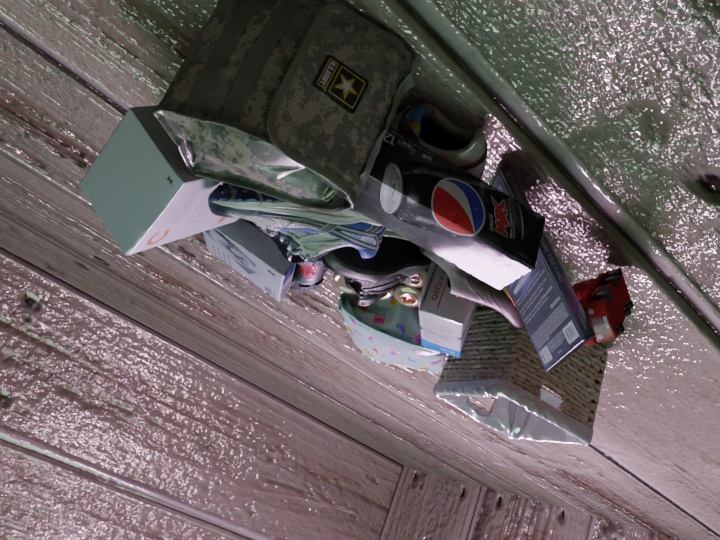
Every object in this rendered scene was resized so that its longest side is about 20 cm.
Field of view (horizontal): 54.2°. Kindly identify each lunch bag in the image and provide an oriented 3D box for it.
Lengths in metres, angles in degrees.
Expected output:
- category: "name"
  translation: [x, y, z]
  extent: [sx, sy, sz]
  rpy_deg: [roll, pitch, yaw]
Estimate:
- category: "lunch bag"
  translation: [-0.061, -0.158, 0.652]
  extent: [0.195, 0.167, 0.118]
  rpy_deg: [16, 157, 17]
- category: "lunch bag"
  translation: [0.062, 0.093, 1.236]
  extent: [0.195, 0.125, 0.171]
  rpy_deg: [13, 160, 11]

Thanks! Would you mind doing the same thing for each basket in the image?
- category: "basket"
  translation: [0.260, 0.168, 1.140]
  extent: [0.196, 0.164, 0.199]
  rpy_deg: [30, 160, -20]

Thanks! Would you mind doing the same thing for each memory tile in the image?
- category: "memory tile"
  translation: [0.033, -0.021, 1.020]
  extent: [0.149, 0.017, 0.202]
  rpy_deg: [15, 142, 6]

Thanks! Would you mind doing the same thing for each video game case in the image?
- category: "video game case"
  translation: [0.191, 0.003, 0.797]
  extent: [0.019, 0.204, 0.143]
  rpy_deg: [-19, 161, -8]

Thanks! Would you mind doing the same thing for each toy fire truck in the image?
- category: "toy fire truck"
  translation: [0.259, 0.047, 0.868]
  extent: [0.139, 0.199, 0.050]
  rpy_deg: [-21, 95, 31]

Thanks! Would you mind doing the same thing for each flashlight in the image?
- category: "flashlight"
  translation: [-0.081, -0.016, 1.056]
  extent: [0.067, 0.069, 0.200]
  rpy_deg: [29, 160, 1]

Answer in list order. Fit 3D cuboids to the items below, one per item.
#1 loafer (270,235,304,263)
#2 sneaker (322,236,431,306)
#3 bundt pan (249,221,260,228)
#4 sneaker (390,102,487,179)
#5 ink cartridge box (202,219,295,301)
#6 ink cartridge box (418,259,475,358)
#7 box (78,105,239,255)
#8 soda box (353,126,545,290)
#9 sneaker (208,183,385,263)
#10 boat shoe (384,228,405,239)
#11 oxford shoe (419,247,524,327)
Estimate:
- category: "loafer"
  translation: [-0.054, -0.059, 0.889]
  extent: [0.072, 0.073, 0.199]
  rpy_deg: [45, -165, 15]
- category: "sneaker"
  translation: [0.000, 0.000, 0.900]
  extent: [0.114, 0.077, 0.198]
  rpy_deg: [-39, 161, 29]
- category: "bundt pan"
  translation: [-0.160, -0.124, 0.991]
  extent: [0.198, 0.077, 0.203]
  rpy_deg: [22, 161, 8]
- category: "sneaker"
  translation: [0.039, -0.143, 0.741]
  extent: [0.195, 0.076, 0.091]
  rpy_deg: [15, 148, 11]
- category: "ink cartridge box"
  translation: [-0.184, -0.041, 1.017]
  extent: [0.198, 0.041, 0.200]
  rpy_deg: [36, 165, 1]
- category: "ink cartridge box"
  translation: [0.132, 0.035, 1.008]
  extent: [0.066, 0.118, 0.201]
  rpy_deg: [17, 160, 14]
- category: "box"
  translation: [-0.193, -0.112, 0.800]
  extent: [0.124, 0.199, 0.098]
  rpy_deg: [-41, 84, 30]
- category: "soda box"
  translation: [0.084, -0.060, 0.704]
  extent: [0.197, 0.064, 0.071]
  rpy_deg: [27, 152, -12]
- category: "sneaker"
  translation: [-0.065, -0.048, 0.746]
  extent: [0.194, 0.078, 0.087]
  rpy_deg: [6, 117, -5]
- category: "boat shoe"
  translation: [0.016, -0.077, 0.807]
  extent: [0.196, 0.074, 0.061]
  rpy_deg: [14, -161, 9]
- category: "oxford shoe"
  translation: [0.154, 0.011, 0.922]
  extent: [0.072, 0.072, 0.200]
  rpy_deg: [-35, 114, 19]
